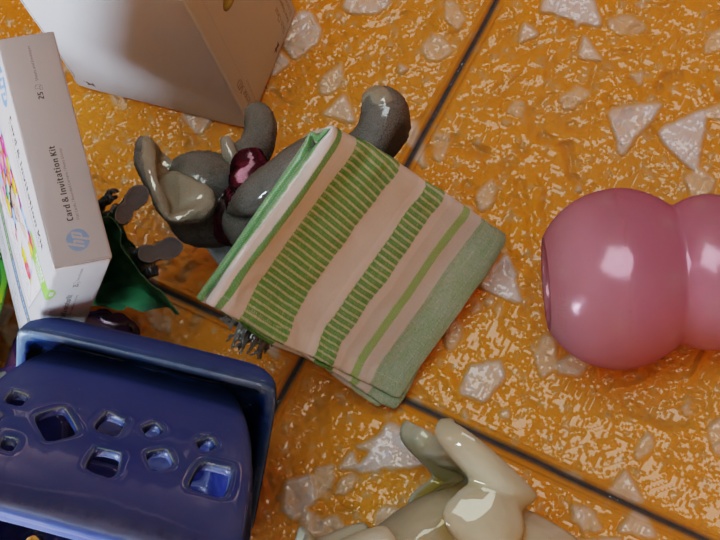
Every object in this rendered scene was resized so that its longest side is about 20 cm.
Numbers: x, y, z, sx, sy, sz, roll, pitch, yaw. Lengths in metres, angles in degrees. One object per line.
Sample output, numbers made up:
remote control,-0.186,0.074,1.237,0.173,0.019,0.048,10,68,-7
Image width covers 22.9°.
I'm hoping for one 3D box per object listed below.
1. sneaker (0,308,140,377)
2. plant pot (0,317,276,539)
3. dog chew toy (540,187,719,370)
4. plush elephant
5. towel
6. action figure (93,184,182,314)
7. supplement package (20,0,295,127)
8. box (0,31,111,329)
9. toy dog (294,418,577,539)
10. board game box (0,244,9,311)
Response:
sneaker,-0.172,0.070,1.284,0.200,0.080,0.088,5,62,14
plant pot,-0.159,0.151,1.157,0.200,0.200,0.180,13,48,2
dog chew toy,0.225,0.002,1.211,0.200,0.125,0.125,-4,68,1
plush elephant,-0.069,-0.051,1.259,0.155,0.165,0.200,36,77,24
towel,0.000,0.000,1.202,0.153,0.200,0.023,-56,43,3
action figure,-0.180,-0.015,1.264,0.055,0.200,0.118,-32,96,-22
supplement package,-0.155,-0.212,1.320,0.156,0.200,0.111,15,73,16
box,-0.213,-0.044,1.181,0.041,0.200,0.156,-11,76,-20
toy dog,0.036,0.220,1.165,0.194,0.140,0.200,43,78,-15
board game box,-0.297,0.069,1.287,0.048,0.102,0.200,17,71,-12
